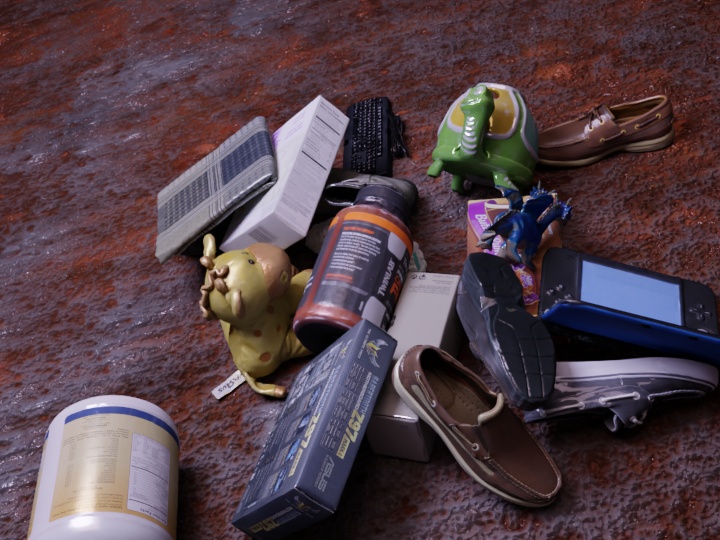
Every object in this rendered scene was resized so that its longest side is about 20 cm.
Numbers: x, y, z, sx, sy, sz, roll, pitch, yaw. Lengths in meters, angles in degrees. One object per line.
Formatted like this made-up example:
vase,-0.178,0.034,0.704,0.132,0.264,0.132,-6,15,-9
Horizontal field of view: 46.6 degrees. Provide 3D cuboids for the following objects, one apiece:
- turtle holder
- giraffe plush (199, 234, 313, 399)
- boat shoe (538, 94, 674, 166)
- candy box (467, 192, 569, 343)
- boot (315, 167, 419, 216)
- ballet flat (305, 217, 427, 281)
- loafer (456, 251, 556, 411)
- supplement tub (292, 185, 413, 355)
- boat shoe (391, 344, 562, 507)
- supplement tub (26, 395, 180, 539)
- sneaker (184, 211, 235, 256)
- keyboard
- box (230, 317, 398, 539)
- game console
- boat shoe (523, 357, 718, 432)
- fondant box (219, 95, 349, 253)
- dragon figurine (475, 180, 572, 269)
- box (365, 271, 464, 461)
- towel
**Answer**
turtle holder,0.156,-0.173,1.083,0.140,0.184,0.134,13,87,48
giraffe plush,-0.127,0.033,0.994,0.171,0.164,0.200,19,54,33
boat shoe,0.327,-0.196,1.141,0.196,0.068,0.073,-10,44,9
candy box,0.187,-0.003,1.006,0.114,0.057,0.202,-4,47,14
boot,-0.024,-0.106,1.120,0.196,0.069,0.130,3,4,19
ballet flat,0.004,-0.041,1.098,0.198,0.072,0.072,20,55,34
loafer,0.146,0.071,0.860,0.072,0.073,0.202,9,38,-15
supplement tub,0.000,0.000,0.969,0.105,0.107,0.202,6,58,23
boat shoe,0.117,0.149,0.802,0.201,0.075,0.075,38,62,3
supplement tub,-0.256,0.245,0.842,0.142,0.146,0.202,-14,44,4
sneaker,-0.180,-0.090,1.205,0.098,0.071,0.201,25,65,36
keyboard,0.020,-0.214,1.282,0.102,0.040,0.202,-10,45,10
box,-0.046,0.165,0.854,0.051,0.158,0.202,33,51,-12
game console,0.291,0.027,0.857,0.196,0.119,0.172,14,49,3
boat shoe,0.261,0.129,0.844,0.196,0.072,0.069,-1,68,3
fondant box,-0.101,-0.116,1.111,0.144,0.058,0.202,-27,36,49
dragon figurine,0.176,-0.061,0.928,0.058,0.199,0.101,20,92,34
box,0.064,0.101,0.926,0.067,0.083,0.202,5,47,21
towel,-0.196,-0.109,1.132,0.199,0.035,0.194,-34,33,10
